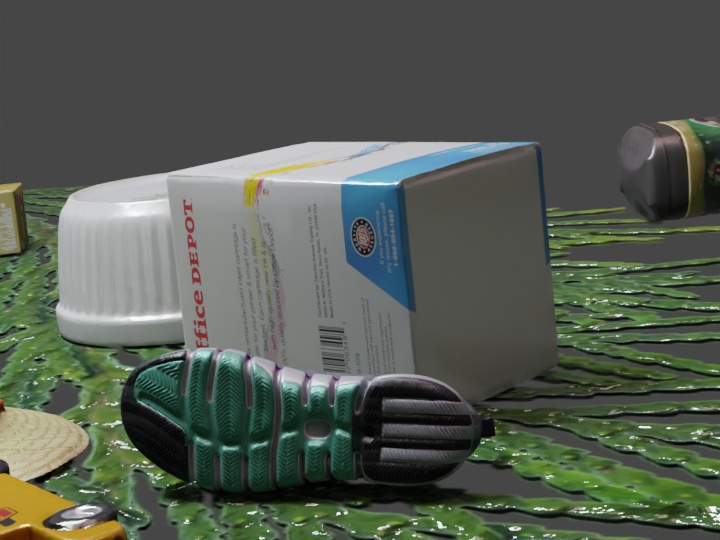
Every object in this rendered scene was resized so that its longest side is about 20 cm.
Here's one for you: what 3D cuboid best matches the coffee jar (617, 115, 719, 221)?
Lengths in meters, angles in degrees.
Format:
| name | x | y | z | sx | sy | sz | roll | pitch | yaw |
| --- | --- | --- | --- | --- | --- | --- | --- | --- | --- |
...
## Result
| name | x | y | z | sx | sy | sz | roll | pitch | yaw |
| --- | --- | --- | --- | --- | --- | --- | --- | --- | --- |
| coffee jar | 0.334 | -0.096 | 1.691 | 0.198 | 0.086 | 0.104 | -7 | 13 | -9 |

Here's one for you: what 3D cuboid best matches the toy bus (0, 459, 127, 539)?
| name | x | y | z | sx | sy | sz | roll | pitch | yaw |
| --- | --- | --- | --- | --- | --- | --- | --- | --- | --- |
| toy bus | -0.170 | 0.129 | 0.820 | 0.078 | 0.066 | 0.199 | -13 | 13 | -33 |

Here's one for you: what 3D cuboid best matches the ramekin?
| name | x | y | z | sx | sy | sz | roll | pitch | yaw |
| --- | --- | --- | --- | --- | --- | --- | --- | --- | --- |
| ramekin | -0.142 | -0.015 | 1.466 | 0.198 | 0.106 | 0.200 | -5 | 10 | 1 |

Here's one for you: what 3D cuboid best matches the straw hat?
| name | x | y | z | sx | sy | sz | roll | pitch | yaw |
| --- | --- | --- | --- | --- | --- | --- | --- | --- | --- |
| straw hat | -0.261 | 0.072 | 1.117 | 0.199 | 0.086 | 0.201 | -5 | 10 | 1 |

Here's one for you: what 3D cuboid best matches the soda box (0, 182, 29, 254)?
| name | x | y | z | sx | sy | sz | roll | pitch | yaw |
| --- | --- | --- | --- | --- | --- | --- | --- | --- | --- |
| soda box | -0.434 | -0.043 | 1.879 | 0.198 | 0.065 | 0.068 | -6 | 10 | -2 |

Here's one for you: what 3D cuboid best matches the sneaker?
| name | x | y | z | sx | sy | sz | roll | pitch | yaw |
| --- | --- | --- | --- | --- | --- | --- | --- | --- | --- |
| sneaker | -0.029 | 0.086 | 1.019 | 0.198 | 0.075 | 0.087 | 6 | -3 | 19 |

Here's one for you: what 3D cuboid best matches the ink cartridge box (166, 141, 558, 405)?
| name | x | y | z | sx | sy | sz | roll | pitch | yaw |
| --- | --- | --- | --- | --- | --- | --- | --- | --- | --- |
| ink cartridge box | 0.000 | 0.000 | 1.193 | 0.199 | 0.148 | 0.145 | 4 | 15 | 41 |
